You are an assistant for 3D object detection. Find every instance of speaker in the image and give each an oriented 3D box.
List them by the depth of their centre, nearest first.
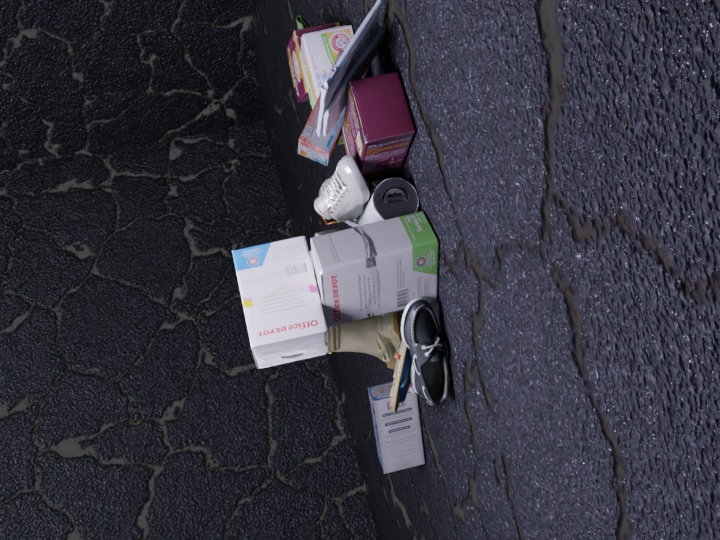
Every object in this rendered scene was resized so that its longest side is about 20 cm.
[{"bbox_3d":[0.047,-0.102,1.487,0.200,0.081,0.082,128,128,-78],"label":"speaker"}]

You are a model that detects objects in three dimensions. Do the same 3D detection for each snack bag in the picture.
[{"bbox_3d":[-0.014,-0.325,1.348,0.189,0.021,0.200,-59,-2,-13],"label":"snack bag"}]

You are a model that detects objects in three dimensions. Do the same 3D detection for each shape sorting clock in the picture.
[{"bbox_3d":[0.081,0.162,1.537,0.200,0.039,0.202,16,-90,-80],"label":"shape sorting clock"}]

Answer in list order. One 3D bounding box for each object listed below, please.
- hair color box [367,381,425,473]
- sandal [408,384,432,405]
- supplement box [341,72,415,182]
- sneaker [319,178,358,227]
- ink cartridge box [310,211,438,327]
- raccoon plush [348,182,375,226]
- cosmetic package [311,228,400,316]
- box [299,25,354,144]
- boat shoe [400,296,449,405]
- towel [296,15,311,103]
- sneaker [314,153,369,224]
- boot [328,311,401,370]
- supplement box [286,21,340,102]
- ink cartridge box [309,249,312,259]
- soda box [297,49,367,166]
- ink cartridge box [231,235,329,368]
[{"bbox_3d":[0.081,0.345,1.849,0.061,0.099,0.202,-117,17,-62],"label":"hair color box"},{"bbox_3d":[0.107,0.212,1.656,0.203,0.049,0.083,-129,27,-70],"label":"sandal"},{"bbox_3d":[0.026,-0.235,1.409,0.200,0.085,0.111,110,146,-75],"label":"supplement box"},{"bbox_3d":[-0.013,-0.143,1.843,0.079,0.079,0.200,29,-170,-38],"label":"sneaker"},{"bbox_3d":[0.024,-0.001,1.388,0.146,0.198,0.084,87,167,-46],"label":"ink cartridge box"},{"bbox_3d":[0.029,-0.151,1.643,0.097,0.133,0.201,-52,-17,-82],"label":"raccoon plush"},{"bbox_3d":[0.000,0.000,1.587,0.199,0.071,0.106,26,117,36],"label":"cosmetic package"},{"bbox_3d":[-0.048,-0.362,1.643,0.113,0.100,0.202,129,128,-79],"label":"box"},{"bbox_3d":[0.119,0.140,1.426,0.060,0.075,0.201,37,147,52],"label":"boat shoe"},{"bbox_3d":[-0.145,-0.557,2.216,0.150,0.030,0.201,-117,16,-55],"label":"towel"},{"bbox_3d":[-0.036,-0.128,1.447,0.073,0.084,0.200,61,167,18],"label":"sneaker"},{"bbox_3d":[0.007,0.141,1.634,0.200,0.154,0.073,79,-171,-63],"label":"boot"},{"bbox_3d":[-0.093,-0.447,1.805,0.200,0.102,0.132,-158,55,-80],"label":"supplement box"},{"bbox_3d":[-0.021,0.009,1.696,0.043,0.199,0.197,57,-171,-48],"label":"ink cartridge box"},{"bbox_3d":[-0.049,-0.298,1.533,0.068,0.063,0.201,113,180,-75],"label":"soda box"},{"bbox_3d":[-0.132,0.067,1.405,0.125,0.127,0.202,94,163,-67],"label":"ink cartridge box"}]
